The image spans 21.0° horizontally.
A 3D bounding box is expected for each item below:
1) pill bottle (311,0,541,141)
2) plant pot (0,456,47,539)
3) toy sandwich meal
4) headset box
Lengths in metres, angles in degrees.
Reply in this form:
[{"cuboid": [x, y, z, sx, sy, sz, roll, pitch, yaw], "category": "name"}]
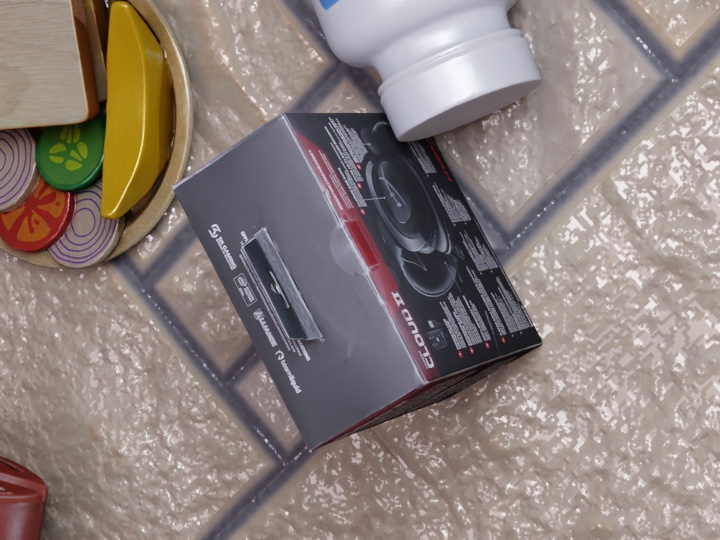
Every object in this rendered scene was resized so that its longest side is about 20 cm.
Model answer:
[{"cuboid": [0.020, -0.174, 1.012, 0.112, 0.112, 0.201, -23, 86, 25], "category": "pill bottle"}, {"cuboid": [-0.281, 0.204, 1.152, 0.200, 0.201, 0.196, 16, 94, 23], "category": "plant pot"}, {"cuboid": [-0.188, -0.099, 1.137, 0.204, 0.070, 0.206, 2, 96, 25], "category": "toy sandwich meal"}, {"cuboid": [0.000, 0.000, 0.988, 0.077, 0.200, 0.149, -32, 82, 23], "category": "headset box"}]
